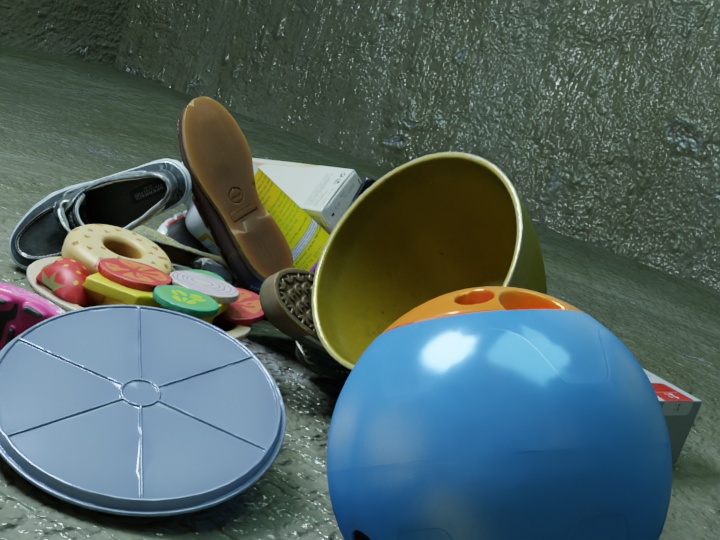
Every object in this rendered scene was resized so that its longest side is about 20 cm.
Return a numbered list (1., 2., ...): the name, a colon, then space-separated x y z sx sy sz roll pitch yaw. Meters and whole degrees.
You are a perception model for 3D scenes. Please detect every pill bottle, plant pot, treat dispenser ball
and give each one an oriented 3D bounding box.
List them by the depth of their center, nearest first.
1. treat dispenser ball: 0.079 0.111 0.603 0.199 0.203 0.201 17 11 -3
2. plant pot: 0.079 0.023 0.868 0.199 0.201 0.142 29 -7 46
3. pill bottle: -0.120 -0.050 1.133 0.200 0.104 0.104 44 5 -14

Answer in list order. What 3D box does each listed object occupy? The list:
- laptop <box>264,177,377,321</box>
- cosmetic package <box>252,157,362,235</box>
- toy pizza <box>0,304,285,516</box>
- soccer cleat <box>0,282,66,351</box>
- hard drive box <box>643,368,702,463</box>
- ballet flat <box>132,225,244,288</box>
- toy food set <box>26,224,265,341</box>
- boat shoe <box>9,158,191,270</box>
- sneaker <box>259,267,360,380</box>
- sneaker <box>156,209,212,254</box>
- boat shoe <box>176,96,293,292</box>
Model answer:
1. laptop: 0.000 0.000 1.019 0.176 0.201 0.103 17 19 -40
2. cosmetic package: -0.074 -0.072 1.246 0.199 0.071 0.106 13 -34 42
3. toy pizza: -0.148 0.092 0.684 0.198 0.032 0.201 12 32 -7
4. soccer cleat: -0.293 0.029 0.760 0.198 0.071 0.086 16 12 -9
5. hard drive box: 0.223 0.123 1.072 0.155 0.078 0.199 7 18 -44
6. ballet flat: -0.207 -0.003 1.054 0.198 0.071 0.071 17 11 -21
7. toy food set: -0.179 0.016 0.870 0.196 0.049 0.200 19 11 5
8. boat shoe: -0.259 -0.056 0.985 0.198 0.073 0.071 -26 3 10
9. sneaker: -0.033 0.063 0.933 0.089 0.068 0.199 -28 -35 34
10. sneaker: -0.158 -0.018 1.192 0.082 0.078 0.199 31 17 30
11. boat shoe: -0.137 -0.071 1.037 0.070 0.202 0.070 -22 2 -33
